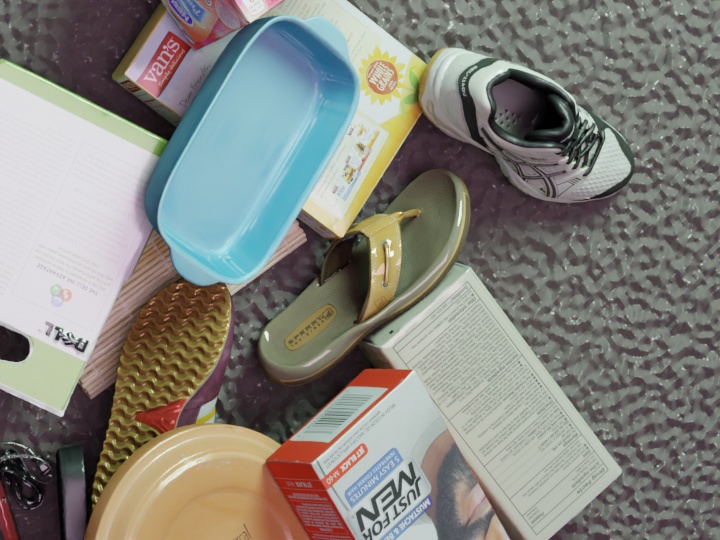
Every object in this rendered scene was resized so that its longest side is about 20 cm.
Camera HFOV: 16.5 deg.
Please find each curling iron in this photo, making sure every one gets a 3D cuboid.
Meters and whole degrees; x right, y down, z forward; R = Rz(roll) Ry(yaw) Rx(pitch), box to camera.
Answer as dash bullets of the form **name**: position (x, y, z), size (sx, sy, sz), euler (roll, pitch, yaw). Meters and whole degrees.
- **curling iron**: position (-0.230, 0.219, 1.763), size (0.049, 0.026, 0.202), euler (-10, 100, -12)

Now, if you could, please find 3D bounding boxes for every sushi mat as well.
- **sushi mat**: position (-0.140, -0.004, 1.773), size (0.199, 0.012, 0.096), euler (-36, 106, -11)

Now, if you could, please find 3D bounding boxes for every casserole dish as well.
- **casserole dish**: position (-0.078, -0.086, 1.695), size (0.121, 0.039, 0.201), euler (36, 83, -46)

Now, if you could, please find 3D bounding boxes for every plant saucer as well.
- **plant saucer**: position (-0.098, 0.205, 1.697), size (0.199, 0.032, 0.202), euler (2, 87, -36)

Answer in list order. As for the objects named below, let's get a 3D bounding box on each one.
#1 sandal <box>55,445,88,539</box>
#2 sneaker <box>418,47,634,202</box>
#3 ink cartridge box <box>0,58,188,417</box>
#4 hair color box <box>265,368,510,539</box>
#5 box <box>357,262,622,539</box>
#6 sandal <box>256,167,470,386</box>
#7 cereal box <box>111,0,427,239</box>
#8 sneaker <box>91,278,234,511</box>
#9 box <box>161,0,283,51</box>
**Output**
- **sandal**: position (-0.185, 0.224, 1.752), size (0.048, 0.075, 0.202), euler (-4, 97, -10)
- **sneaker**: position (0.134, -0.096, 1.795), size (0.199, 0.087, 0.076), euler (22, 85, -35)
- **ink cartridge box**: position (-0.229, -0.024, 1.702), size (0.147, 0.076, 0.201), euler (26, 87, -14)
- **hair color box**: position (0.032, 0.181, 1.735), size (0.111, 0.064, 0.201), euler (-41, 112, -30)
- **box**: position (0.092, 0.098, 1.824), size (0.095, 0.078, 0.201), euler (-39, 106, -10)
- **sandal**: position (0.000, 0.000, 1.779), size (0.200, 0.080, 0.054), euler (-42, 138, -5)
- **cereal box**: position (-0.057, -0.137, 1.763), size (0.200, 0.039, 0.144), euler (37, 77, -17)
- **sneaker**: position (-0.136, 0.103, 1.758), size (0.074, 0.090, 0.201), euler (16, 76, 13)
- **box**: position (-0.048, -0.247, 1.696), size (0.200, 0.102, 0.095), euler (-38, 100, -25)
